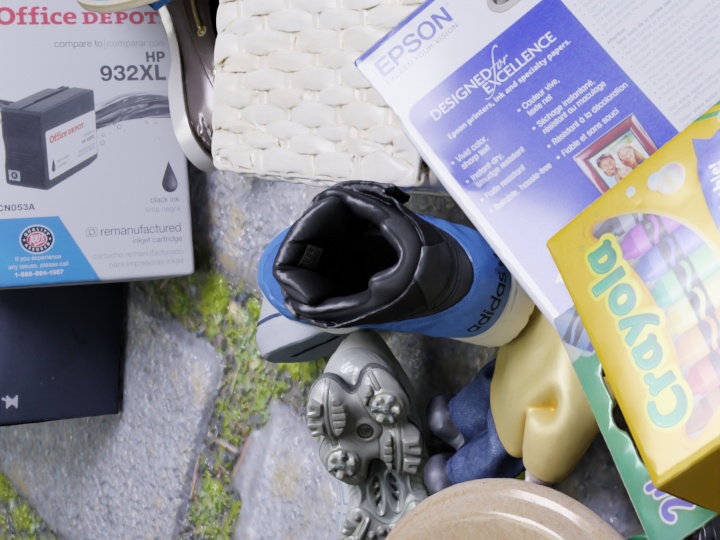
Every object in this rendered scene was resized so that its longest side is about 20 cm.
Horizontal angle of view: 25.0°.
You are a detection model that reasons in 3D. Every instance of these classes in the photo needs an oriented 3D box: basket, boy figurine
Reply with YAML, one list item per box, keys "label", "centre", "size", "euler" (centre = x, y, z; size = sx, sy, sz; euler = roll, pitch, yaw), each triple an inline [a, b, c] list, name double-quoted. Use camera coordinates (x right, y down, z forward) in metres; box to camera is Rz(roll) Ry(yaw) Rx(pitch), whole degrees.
- label: "basket"
  centre: [0.018, -0.110, 0.908]
  size: [0.199, 0.123, 0.137]
  euler: [8, 97, 48]
- label: "boy figurine"
  centre: [0.103, 0.051, 0.837]
  size: [0.200, 0.064, 0.125]
  euler: [-47, 31, 45]

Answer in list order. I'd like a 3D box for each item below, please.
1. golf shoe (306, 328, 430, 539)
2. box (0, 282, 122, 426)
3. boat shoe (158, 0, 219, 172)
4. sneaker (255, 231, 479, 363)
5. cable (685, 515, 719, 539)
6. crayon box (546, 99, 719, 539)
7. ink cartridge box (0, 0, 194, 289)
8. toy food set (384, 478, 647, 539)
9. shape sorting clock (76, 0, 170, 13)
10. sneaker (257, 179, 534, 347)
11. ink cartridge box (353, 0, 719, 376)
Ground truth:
- label: "golf shoe"
  centre: [0.017, 0.129, 0.959]
  size: [0.097, 0.077, 0.202]
  euler: [-82, -13, -65]
- label: "box"
  centre: [-0.282, 0.007, 1.256]
  size: [0.199, 0.117, 0.199]
  euler: [7, 96, 49]
- label: "boat shoe"
  centre: [-0.098, -0.168, 1.083]
  size: [0.059, 0.072, 0.202]
  euler: [-20, 69, 27]
- label: "sneaker"
  centre: [0.000, 0.000, 0.970]
  size: [0.199, 0.073, 0.072]
  euler: [-22, 71, 44]
- label: "cable"
  centre: [0.181, 0.089, 0.805]
  size: [0.097, 0.050, 0.202]
  euler: [-49, 43, 49]
- label: "crayon box"
  centre: [0.154, 0.002, 0.623]
  size: [0.200, 0.051, 0.126]
  euler: [-41, 48, 25]
- label: "ink cartridge box"
  centre: [-0.199, -0.091, 1.121]
  size: [0.084, 0.144, 0.202]
  euler: [174, 92, -68]
- label: "toy food set"
  centre: [0.082, 0.204, 0.810]
  size: [0.197, 0.048, 0.202]
  euler: [16, 103, 34]
- label: "shape sorting clock"
  centre: [-0.097, -0.228, 1.013]
  size: [0.199, 0.200, 0.039]
  euler: [0, 133, 49]
- label: "sneaker"
  centre: [-0.014, -0.007, 0.851]
  size: [0.199, 0.111, 0.077]
  euler: [12, 84, 49]
- label: "ink cartridge box"
  centre: [0.128, -0.086, 0.764]
  size: [0.197, 0.047, 0.201]
  euler: [-38, 60, 5]
